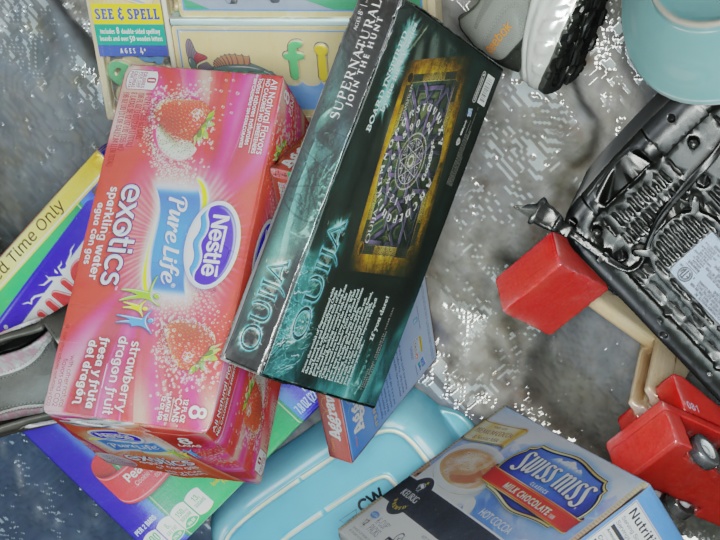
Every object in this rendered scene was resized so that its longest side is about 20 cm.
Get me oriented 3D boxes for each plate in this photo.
[{"bbox_3d":[0.206,-0.178,0.955,0.025,0.201,0.200,32,112,-33],"label":"plate"}]

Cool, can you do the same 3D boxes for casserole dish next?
[{"bbox_3d":[-0.008,0.157,1.159,0.199,0.039,0.121,-35,96,16],"label":"casserole dish"}]

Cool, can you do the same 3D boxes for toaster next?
[{"bbox_3d":[0.220,-0.036,1.021,0.200,0.119,0.181,45,107,-3],"label":"toaster"}]

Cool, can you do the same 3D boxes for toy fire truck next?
[{"bbox_3d":[0.173,0.070,1.067,0.199,0.142,0.049,24,128,-37],"label":"toy fire truck"}]

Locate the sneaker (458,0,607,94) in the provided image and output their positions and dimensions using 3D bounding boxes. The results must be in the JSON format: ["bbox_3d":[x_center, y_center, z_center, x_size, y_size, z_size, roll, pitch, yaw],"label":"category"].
[{"bbox_3d":[0.113,-0.202,1.025,0.079,0.074,0.201,28,105,20],"label":"sneaker"}]

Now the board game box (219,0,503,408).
[{"bbox_3d":[0.004,-0.034,0.972,0.028,0.135,0.201,20,89,29],"label":"board game box"}]

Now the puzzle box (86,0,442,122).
[{"bbox_3d":[-0.053,-0.144,1.029,0.198,0.026,0.134,1,125,10],"label":"puzzle box"}]

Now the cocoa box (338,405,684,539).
[{"bbox_3d":[0.099,0.180,1.035,0.131,0.200,0.134,-36,107,-10],"label":"cocoa box"}]

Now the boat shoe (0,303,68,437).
[{"bbox_3d":[-0.189,0.063,1.077,0.199,0.057,0.067,-19,98,15],"label":"boat shoe"}]

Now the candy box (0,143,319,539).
[{"bbox_3d":[-0.130,0.044,1.132,0.200,0.077,0.169,44,108,-1],"label":"candy box"}]

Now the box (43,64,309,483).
[{"bbox_3d":[-0.089,0.002,1.000,0.095,0.100,0.202,5,70,16],"label":"box"}]

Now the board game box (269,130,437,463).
[{"bbox_3d":[0.000,0.000,1.047,0.019,0.103,0.201,13,132,29],"label":"board game box"}]
